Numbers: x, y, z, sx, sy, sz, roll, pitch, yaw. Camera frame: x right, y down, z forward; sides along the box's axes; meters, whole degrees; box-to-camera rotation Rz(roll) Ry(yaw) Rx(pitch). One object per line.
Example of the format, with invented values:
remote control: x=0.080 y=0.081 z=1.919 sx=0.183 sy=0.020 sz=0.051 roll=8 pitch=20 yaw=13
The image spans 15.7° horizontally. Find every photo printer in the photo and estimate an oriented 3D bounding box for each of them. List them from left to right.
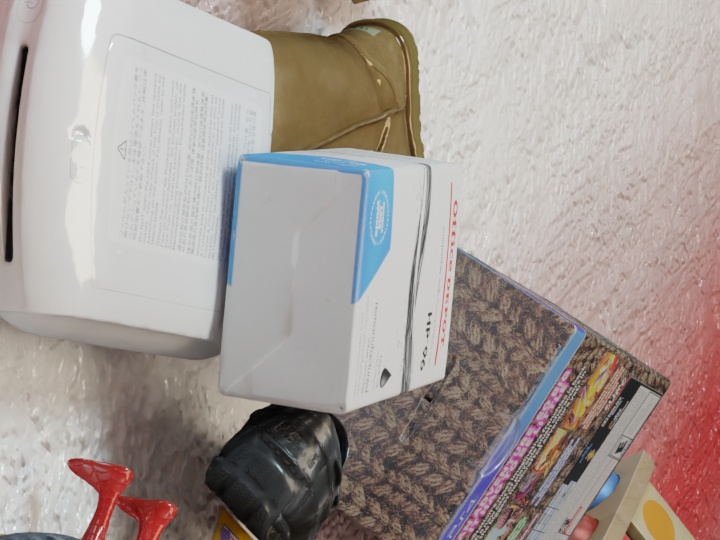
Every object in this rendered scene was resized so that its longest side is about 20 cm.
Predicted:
photo printer: x=-0.110 y=-0.048 z=1.187 sx=0.200 sy=0.069 sz=0.166 roll=13 pitch=81 yaw=-67

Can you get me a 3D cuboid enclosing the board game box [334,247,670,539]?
board game box: x=0.075 y=0.091 z=1.525 sx=0.159 sy=0.097 sz=0.200 roll=-57 pitch=155 yaw=2

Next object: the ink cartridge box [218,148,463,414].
ink cartridge box: x=0.000 y=0.000 z=1.294 sx=0.200 sy=0.068 sz=0.116 roll=-13 pitch=109 yaw=-72

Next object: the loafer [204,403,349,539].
loafer: x=-0.035 y=0.101 z=1.309 sx=0.070 sy=0.068 sz=0.201 roll=-43 pitch=175 yaw=-6

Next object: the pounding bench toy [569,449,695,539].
pounding bench toy: x=0.133 y=0.235 z=1.738 sx=0.156 sy=0.200 sz=0.124 roll=51 pitch=33 yaw=-10

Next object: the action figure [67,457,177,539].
action figure: x=-0.142 y=0.185 z=1.163 sx=0.065 sy=0.052 sz=0.200 roll=51 pitch=51 yaw=-50

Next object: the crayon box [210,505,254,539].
crayon box: x=-0.090 y=0.229 z=1.285 sx=0.126 sy=0.052 sz=0.200 roll=54 pitch=44 yaw=-55

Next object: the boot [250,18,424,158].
boot: x=-0.029 y=-0.047 z=1.400 sx=0.200 sy=0.066 sz=0.175 roll=-25 pitch=108 yaw=-63

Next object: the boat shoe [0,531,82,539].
boat shoe: x=-0.111 y=0.155 z=1.097 sx=0.200 sy=0.091 sz=0.071 roll=24 pitch=71 yaw=-42

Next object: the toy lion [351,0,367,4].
toy lion: x=0.004 y=-0.249 z=1.397 sx=0.200 sy=0.069 sz=0.192 roll=173 pitch=-97 yaw=-89
